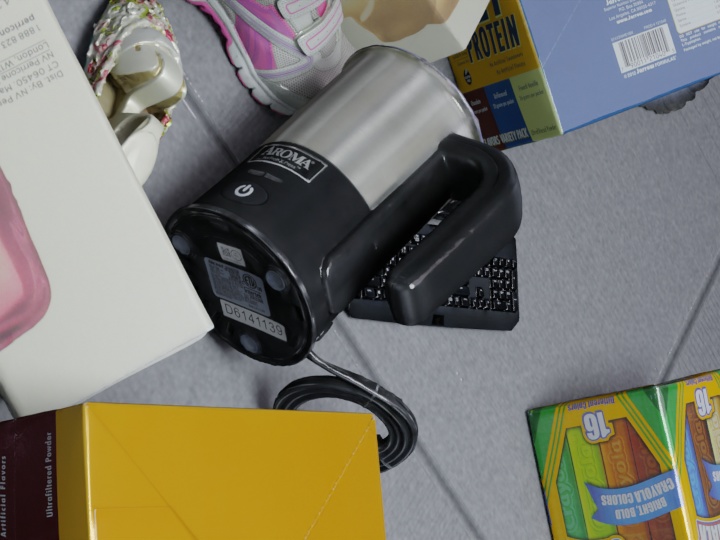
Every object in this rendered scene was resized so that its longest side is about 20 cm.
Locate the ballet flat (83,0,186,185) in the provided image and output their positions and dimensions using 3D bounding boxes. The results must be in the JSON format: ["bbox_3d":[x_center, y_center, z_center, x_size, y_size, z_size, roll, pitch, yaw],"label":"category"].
[{"bbox_3d":[-0.136,-0.089,1.041,0.076,0.064,0.201,39,50,-36],"label":"ballet flat"}]

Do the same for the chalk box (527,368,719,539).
[{"bbox_3d":[0.226,0.188,1.333,0.123,0.124,0.202,-4,80,-50],"label":"chalk box"}]

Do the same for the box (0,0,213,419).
[{"bbox_3d":[-0.175,-0.036,0.896,0.108,0.128,0.201,-28,99,-12],"label":"box"}]

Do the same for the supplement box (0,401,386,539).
[{"bbox_3d":[-0.123,0.148,0.870,0.196,0.199,0.134,7,73,-48],"label":"supplement box"}]

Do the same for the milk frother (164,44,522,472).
[{"bbox_3d":[0.000,0.000,1.114,0.188,0.180,0.201,-44,156,-34],"label":"milk frother"}]

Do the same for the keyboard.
[{"bbox_3d":[0.060,-0.013,1.268,0.199,0.039,0.105,6,75,-50],"label":"keyboard"}]

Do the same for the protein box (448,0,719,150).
[{"bbox_3d":[0.168,-0.220,1.330,0.197,0.135,0.202,-22,95,-22],"label":"protein box"}]

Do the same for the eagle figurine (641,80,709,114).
[{"bbox_3d":[0.259,-0.218,1.529,0.200,0.150,0.153,-47,162,-78],"label":"eagle figurine"}]

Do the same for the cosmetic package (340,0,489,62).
[{"bbox_3d":[-0.008,-0.232,1.209,0.200,0.105,0.071,49,46,-25],"label":"cosmetic package"}]

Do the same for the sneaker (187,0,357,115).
[{"bbox_3d":[-0.050,-0.177,1.151,0.200,0.088,0.082,45,47,-31],"label":"sneaker"}]
